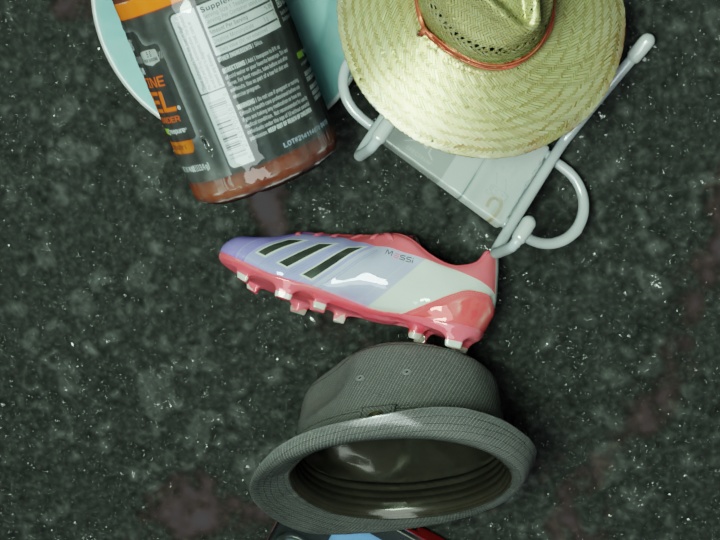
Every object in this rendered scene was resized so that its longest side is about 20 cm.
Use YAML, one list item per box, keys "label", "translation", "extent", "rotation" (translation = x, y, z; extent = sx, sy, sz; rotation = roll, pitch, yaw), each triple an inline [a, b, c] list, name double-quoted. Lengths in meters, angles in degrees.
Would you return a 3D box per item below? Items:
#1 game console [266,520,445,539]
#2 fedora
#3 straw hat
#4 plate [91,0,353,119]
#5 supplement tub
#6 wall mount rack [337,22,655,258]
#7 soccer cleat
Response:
- label: "game console"
  translation: [0.009, 0.265, 1.285]
  extent: [0.199, 0.031, 0.177]
  rotation: [29, 112, 2]
- label: "fedora"
  translation: [0.022, 0.111, 1.178]
  extent: [0.199, 0.091, 0.177]
  rotation: [-16, 145, 24]
- label: "straw hat"
  translation: [0.077, -0.176, 1.038]
  extent: [0.200, 0.085, 0.202]
  rotation: [1, 79, -5]
- label: "plate"
  translation: [-0.087, -0.186, 1.152]
  extent: [0.199, 0.026, 0.201]
  rotation: [4, 110, 12]
- label: "supplement tub"
  translation: [-0.096, -0.152, 1.096]
  extent: [0.106, 0.107, 0.201]
  rotation: [-18, 104, 17]
- label: "wall mount rack"
  translation: [0.092, -0.112, 1.113]
  extent: [0.200, 0.075, 0.174]
  rotation: [35, 76, -7]
- label: "soccer cleat"
  translation: [0.000, 0.000, 1.186]
  extent: [0.199, 0.067, 0.077]
  rotation: [16, 80, 12]
